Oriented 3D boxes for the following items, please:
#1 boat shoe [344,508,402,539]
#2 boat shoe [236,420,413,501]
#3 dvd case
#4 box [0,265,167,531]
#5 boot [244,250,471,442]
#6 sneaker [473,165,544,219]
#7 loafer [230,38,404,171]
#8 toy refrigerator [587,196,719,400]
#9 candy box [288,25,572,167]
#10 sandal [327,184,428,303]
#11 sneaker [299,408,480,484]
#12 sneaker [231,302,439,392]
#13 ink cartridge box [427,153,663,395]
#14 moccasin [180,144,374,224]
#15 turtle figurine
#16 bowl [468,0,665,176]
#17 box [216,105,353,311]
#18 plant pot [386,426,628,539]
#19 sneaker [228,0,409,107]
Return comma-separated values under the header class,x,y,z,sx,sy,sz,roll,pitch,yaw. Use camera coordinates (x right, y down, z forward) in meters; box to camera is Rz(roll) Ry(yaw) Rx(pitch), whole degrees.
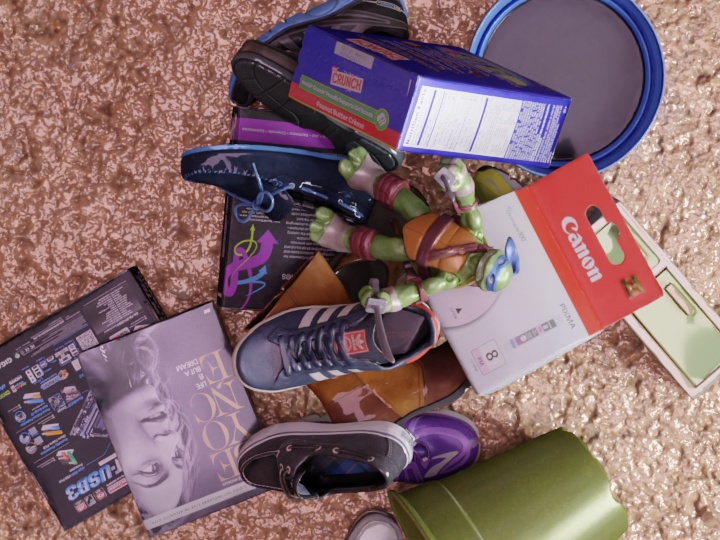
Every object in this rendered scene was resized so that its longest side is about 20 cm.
class,x,y,z,sx,sy,sz,roll,pitch,yaw
boat shoe,0.003,0.348,1.677,0.074,0.068,0.202,11,96,0
boat shoe,-0.043,0.191,1.566,0.198,0.066,0.070,-6,121,30
dvd case,-0.180,0.150,1.642,0.147,0.016,0.202,-21,97,1
box,-0.266,0.130,1.672,0.199,0.050,0.200,-31,95,4
boot,0.012,0.061,1.596,0.188,0.068,0.200,-42,103,-7
sneaker,0.147,-0.005,1.626,0.090,0.078,0.202,-23,95,-8
loafer,-0.036,-0.170,1.589,0.199,0.072,0.063,33,63,-22
toy refrigerator,0.293,0.027,1.637,0.076,0.070,0.200,-40,93,5
candy box,0.064,-0.160,1.507,0.199,0.169,0.078,4,110,-41
sandal,0.000,0.000,1.616,0.200,0.054,0.082,-42,112,-13
sneaker,0.023,0.187,1.653,0.198,0.083,0.082,-4,96,1
sneaker,-0.020,0.066,1.510,0.198,0.084,0.076,-16,97,-12
ink cartridge box,0.162,0.002,1.559,0.199,0.057,0.164,-30,80,15
moccasin,-0.074,-0.080,1.568,0.198,0.080,0.069,5,83,-16
turtle figurine,0.035,-0.040,1.482,0.193,0.199,0.145,26,122,36
bowl,0.203,-0.194,1.632,0.198,0.039,0.203,0,96,1
box,-0.066,-0.058,1.636,0.142,0.036,0.202,4,95,-18
plant pot,0.156,0.254,1.619,0.189,0.200,0.201,-32,94,-8
sneaker,-0.041,-0.213,1.618,0.198,0.071,0.083,-27,84,1
